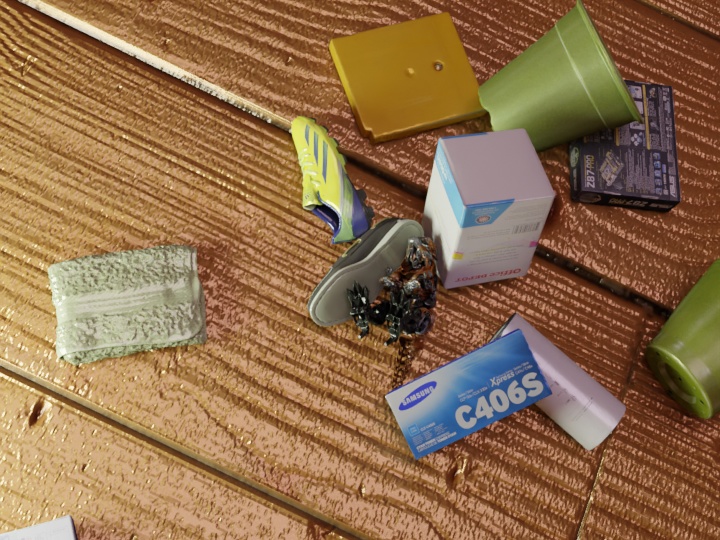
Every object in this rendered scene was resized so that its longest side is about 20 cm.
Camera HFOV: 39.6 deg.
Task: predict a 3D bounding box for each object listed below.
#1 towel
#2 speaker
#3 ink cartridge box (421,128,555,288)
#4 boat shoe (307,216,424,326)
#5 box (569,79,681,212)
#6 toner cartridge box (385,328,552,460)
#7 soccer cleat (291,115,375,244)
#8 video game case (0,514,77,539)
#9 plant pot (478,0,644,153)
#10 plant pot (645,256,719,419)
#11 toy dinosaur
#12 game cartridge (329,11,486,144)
[{"bbox_3d":[-0.306,0.040,1.325,0.198,0.037,0.149,-8,72,-13],"label":"towel"},{"bbox_3d":[0.263,0.152,1.368,0.200,0.081,0.081,40,69,5],"label":"speaker"},{"bbox_3d":[0.167,-0.076,1.378,0.128,0.201,0.126,-8,55,-13],"label":"ink cartridge box"},{"bbox_3d":[0.000,0.000,1.386,0.201,0.060,0.072,-40,122,-16],"label":"boat shoe"},{"bbox_3d":[0.402,-0.196,1.532,0.160,0.049,0.202,6,70,-10],"label":"box"},{"bbox_3d":[0.142,0.162,1.318,0.199,0.043,0.096,-27,86,4],"label":"toner cartridge box"},{"bbox_3d":[-0.056,-0.129,1.416,0.083,0.065,0.201,-27,78,-14],"label":"soccer cleat"},{"bbox_3d":[-0.408,0.411,1.171,0.180,0.045,0.201,-12,73,-16],"label":"video game case"},{"bbox_3d":[0.279,-0.255,1.448,0.189,0.200,0.201,-29,75,19],"label":"plant pot"},{"bbox_3d":[0.507,0.097,1.387,0.192,0.200,0.201,-36,80,-7],"label":"plant pot"},{"bbox_3d":[0.065,0.055,1.350,0.135,0.102,0.202,4,73,-52],"label":"toy dinosaur"},{"bbox_3d":[0.072,-0.292,1.517,0.199,0.032,0.177,-16,75,-13],"label":"game cartridge"}]
